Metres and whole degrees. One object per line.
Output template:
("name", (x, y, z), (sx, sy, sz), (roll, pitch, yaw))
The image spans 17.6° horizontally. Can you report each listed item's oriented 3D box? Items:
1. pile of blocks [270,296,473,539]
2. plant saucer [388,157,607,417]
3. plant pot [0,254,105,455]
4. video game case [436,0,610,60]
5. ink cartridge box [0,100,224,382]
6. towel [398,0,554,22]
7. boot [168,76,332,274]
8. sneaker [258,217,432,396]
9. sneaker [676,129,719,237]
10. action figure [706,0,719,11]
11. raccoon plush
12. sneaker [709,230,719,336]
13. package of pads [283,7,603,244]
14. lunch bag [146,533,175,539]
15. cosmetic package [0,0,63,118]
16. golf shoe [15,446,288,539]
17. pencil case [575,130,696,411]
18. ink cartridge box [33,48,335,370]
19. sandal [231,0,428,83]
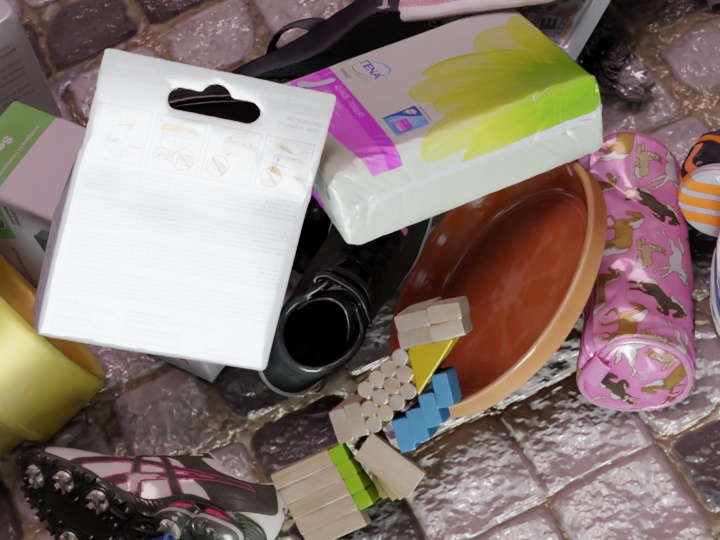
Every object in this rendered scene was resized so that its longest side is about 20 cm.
("pile of blocks", (0.023, 0.099, 1.561), (0.082, 0.062, 0.200), (39, 108, 6))
("plant saucer", (0.097, 0.011, 1.600), (0.200, 0.032, 0.201), (-38, 35, 32))
("plant pot", (-0.313, 0.072, 1.631), (0.189, 0.201, 0.201), (-44, 52, -1))
("video game case", (0.127, -0.263, 1.745), (0.181, 0.023, 0.201), (21, 71, 29))
("ink cartridge box", (-0.178, -0.022, 1.688), (0.199, 0.146, 0.084), (22, 62, 30))
("towel", (0.100, -0.264, 1.705), (0.146, 0.030, 0.201), (-9, 47, 15))
("boot", (-0.089, -0.064, 1.739), (0.210, 0.080, 0.158), (-10, 50, 7))
("sneaker", (0.000, 0.000, 1.620), (0.071, 0.099, 0.201), (34, 82, -6))
("sneaker", (0.326, -0.065, 1.625), (0.199, 0.078, 0.112), (15, 39, 8))
("action figure", (0.341, -0.261, 1.788), (0.193, 0.105, 0.200), (-37, 76, -5))
("raccoon plush", (0.110, -0.172, 1.767), (0.134, 0.097, 0.200), (-38, 52, -5))
("sneaker", (0.280, 0.051, 1.537), (0.075, 0.088, 0.200), (-23, 51, -5))
("package of pads", (0.050, -0.105, 1.610), (0.199, 0.068, 0.155), (-21, 31, -10))
("lunch bag", (-0.146, 0.272, 1.449), (0.132, 0.136, 0.201), (-13, 51, 6))
("cosmetic package", (-0.354, -0.158, 1.835), (0.164, 0.165, 0.200), (-32, 50, -12))
("golf shoe", (-0.144, 0.160, 1.595), (0.199, 0.078, 0.088), (17, 36, 27))
("pencil case", (0.186, 0.001, 1.607), (0.086, 0.083, 0.201), (-7, 52, 9))
("ink cartridge box", (-0.117, -0.041, 1.539), (0.162, 0.201, 0.057), (10, 14, -17))
("sandal", (-0.025, -0.170, 1.773), (0.200, 0.076, 0.043), (-24, 58, 37))
